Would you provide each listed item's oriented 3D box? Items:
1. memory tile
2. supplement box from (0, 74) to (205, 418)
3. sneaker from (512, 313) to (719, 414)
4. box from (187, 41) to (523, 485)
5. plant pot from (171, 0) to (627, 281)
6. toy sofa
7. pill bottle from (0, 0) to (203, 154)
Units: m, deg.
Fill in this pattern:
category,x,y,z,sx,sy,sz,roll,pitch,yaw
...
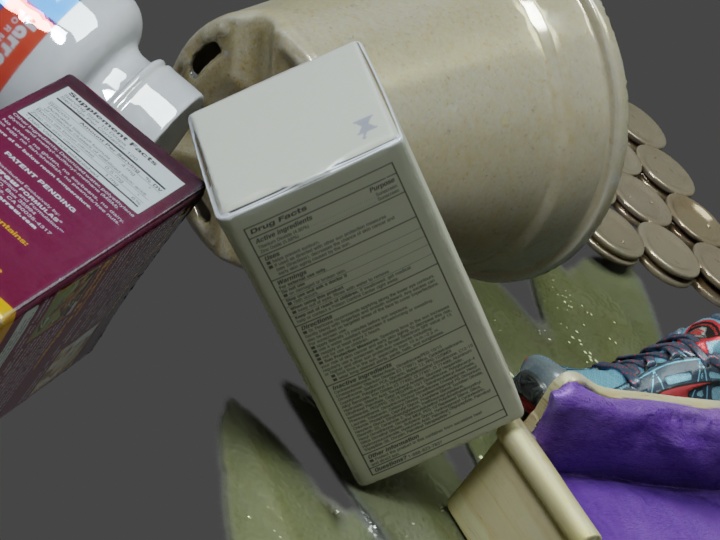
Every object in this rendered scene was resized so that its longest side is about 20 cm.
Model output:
category,x,y,z,sx,sy,sz,roll,pitch,yaw
memory tile,0.170,-0.058,1.755,0.153,0.017,0.200,17,33,-36
supplement box,-0.162,0.003,1.146,0.086,0.110,0.200,40,26,5
sneaker,0.164,0.060,1.464,0.199,0.096,0.079,15,16,-42
box,0.000,0.000,1.263,0.078,0.095,0.200,-111,177,-46
plant pot,0.006,-0.077,1.401,0.183,0.201,0.201,-15,57,-45
toy sofa,0.151,0.121,1.364,0.199,0.098,0.083,10,38,-45
pill bottle,-0.177,-0.117,1.311,0.200,0.112,0.112,38,27,3
